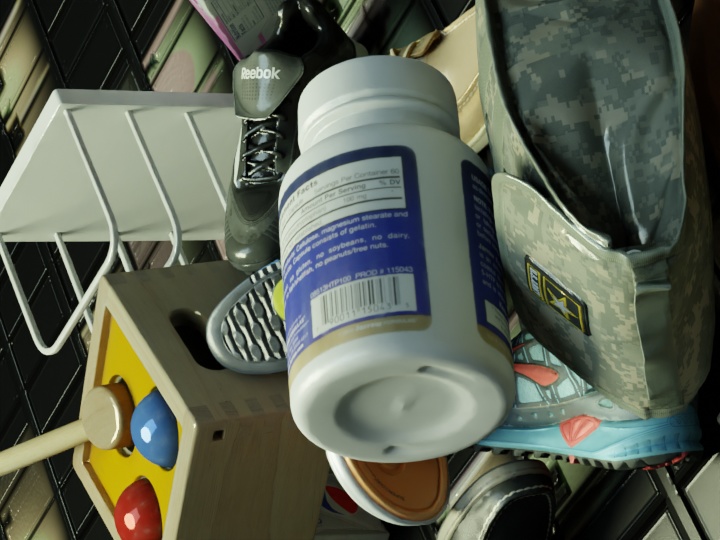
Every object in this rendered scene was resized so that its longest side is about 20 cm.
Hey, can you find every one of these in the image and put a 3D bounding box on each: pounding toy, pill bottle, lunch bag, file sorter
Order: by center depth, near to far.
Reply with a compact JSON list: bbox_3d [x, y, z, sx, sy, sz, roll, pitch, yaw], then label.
[{"bbox_3d":[0.126,-0.039,1.385,0.164,0.117,0.201,75,-176,-56],"label":"lunch bag"},{"bbox_3d":[0.016,-0.010,1.432,0.120,0.119,0.201,-45,39,45],"label":"pill bottle"},{"bbox_3d":[-0.129,0.105,1.680,0.200,0.142,0.185,53,140,45],"label":"pounding toy"},{"bbox_3d":[-0.123,-0.027,1.768,0.139,0.199,0.125,-54,50,40],"label":"file sorter"}]

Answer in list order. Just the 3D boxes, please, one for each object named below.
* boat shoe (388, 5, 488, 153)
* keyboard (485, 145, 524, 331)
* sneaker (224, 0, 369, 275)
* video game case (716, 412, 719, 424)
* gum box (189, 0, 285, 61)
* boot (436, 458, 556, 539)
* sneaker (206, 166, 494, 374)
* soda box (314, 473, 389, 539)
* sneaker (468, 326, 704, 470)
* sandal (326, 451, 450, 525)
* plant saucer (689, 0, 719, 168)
[{"bbox_3d":[0.038,-0.103,1.611,0.200,0.069,0.074,130,146,-54],"label":"boat shoe"},{"bbox_3d":[0.101,-0.043,1.569,0.104,0.039,0.201,-35,60,51],"label":"keyboard"},{"bbox_3d":[-0.054,-0.093,1.686,0.066,0.091,0.201,0,53,28],"label":"sneaker"},{"bbox_3d":[0.271,0.076,1.317,0.200,0.025,0.181,59,135,41],"label":"video game case"},{"bbox_3d":[-0.104,-0.223,1.745,0.066,0.200,0.114,-39,74,-2],"label":"gum box"},{"bbox_3d":[0.096,0.222,1.521,0.151,0.073,0.201,57,141,41],"label":"boot"},{"bbox_3d":[0.000,0.000,1.600,0.200,0.078,0.066,-32,91,8],"label":"sneaker"},{"bbox_3d":[-0.051,0.232,1.759,0.068,0.063,0.201,51,129,46],"label":"soda box"},{"bbox_3d":[0.119,0.058,1.508,0.200,0.079,0.096,4,92,47],"label":"sneaker"},{"bbox_3d":[0.016,0.040,1.501,0.059,0.079,0.208,-26,71,52],"label":"sandal"},{"bbox_3d":[0.227,-0.126,1.363,0.200,0.037,0.201,-24,63,58],"label":"plant saucer"}]
